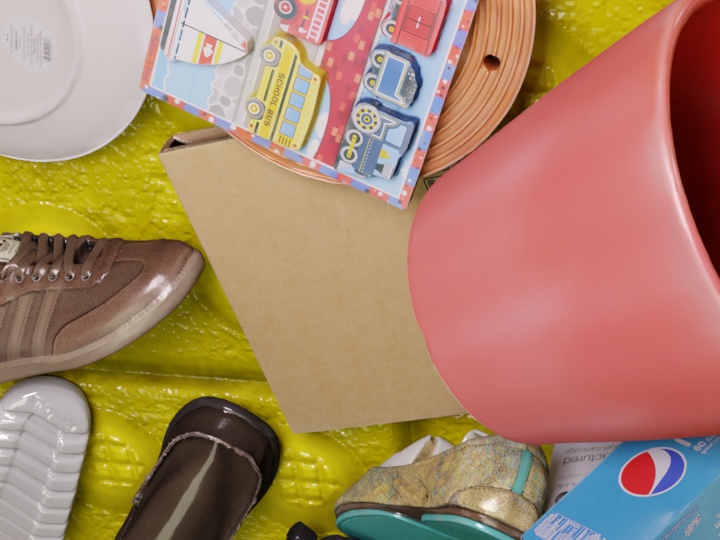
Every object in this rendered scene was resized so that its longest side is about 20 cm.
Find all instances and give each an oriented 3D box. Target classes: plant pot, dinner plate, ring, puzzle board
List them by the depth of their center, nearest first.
[{"bbox_3d":[0.131,-0.009,0.832,0.177,0.201,0.201,-22,118,42],"label":"plant pot"},{"bbox_3d":[-0.019,-0.139,0.840,0.150,0.017,0.201,24,124,7],"label":"puzzle board"},{"bbox_3d":[-0.011,-0.133,0.862,0.199,0.019,0.202,10,121,16],"label":"ring"},{"bbox_3d":[-0.197,-0.136,0.918,0.199,0.024,0.201,14,132,16],"label":"dinner plate"}]

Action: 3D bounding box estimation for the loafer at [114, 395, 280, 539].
[{"bbox_3d":[-0.107,0.157,1.101,0.073,0.072,0.200,26,130,-3],"label":"loafer"}]

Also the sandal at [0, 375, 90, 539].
[{"bbox_3d":[-0.220,0.143,1.146,0.082,0.050,0.203,22,119,-19],"label":"sandal"}]

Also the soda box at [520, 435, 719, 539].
[{"bbox_3d":[0.176,0.101,0.884,0.064,0.200,0.068,23,145,52],"label":"soda box"}]

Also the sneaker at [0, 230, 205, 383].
[{"bbox_3d":[-0.182,0.012,1.013,0.199,0.071,0.076,-20,118,29],"label":"sneaker"}]

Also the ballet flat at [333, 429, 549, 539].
[{"bbox_3d":[0.047,0.123,1.019,0.071,0.071,0.200,39,159,-13],"label":"ballet flat"}]

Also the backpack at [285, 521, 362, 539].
[{"bbox_3d":[-0.022,0.271,1.107,0.126,0.168,0.200,18,146,-2],"label":"backpack"}]

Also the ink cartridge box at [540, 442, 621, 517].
[{"bbox_3d":[0.166,0.170,0.938,0.146,0.200,0.086,-8,124,23],"label":"ink cartridge box"}]

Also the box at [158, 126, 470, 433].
[{"bbox_3d":[0.000,0.000,0.975,0.163,0.021,0.201,-9,124,24],"label":"box"}]
